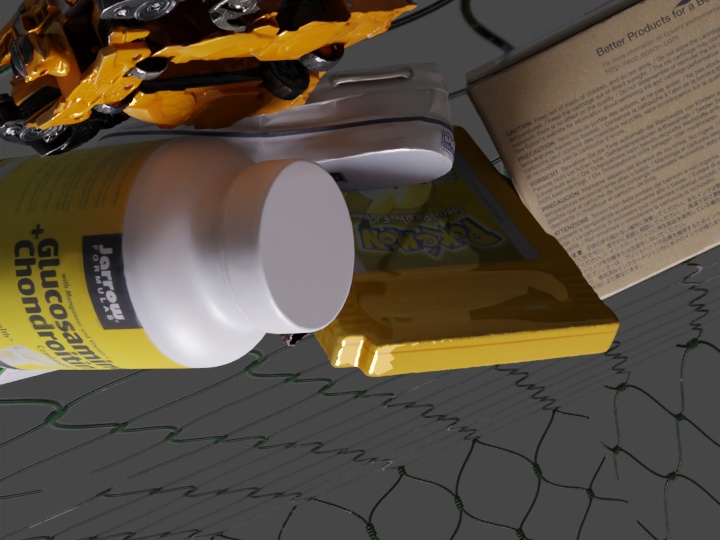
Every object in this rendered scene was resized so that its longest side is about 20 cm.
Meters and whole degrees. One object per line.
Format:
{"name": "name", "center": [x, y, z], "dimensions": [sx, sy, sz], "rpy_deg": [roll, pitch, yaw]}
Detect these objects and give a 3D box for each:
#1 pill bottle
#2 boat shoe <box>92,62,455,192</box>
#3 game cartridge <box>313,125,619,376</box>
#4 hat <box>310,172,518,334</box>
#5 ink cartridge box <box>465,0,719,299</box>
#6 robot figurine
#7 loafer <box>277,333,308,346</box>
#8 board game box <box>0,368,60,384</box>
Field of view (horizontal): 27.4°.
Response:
{"name": "pill bottle", "center": [-0.107, -0.007, 0.736], "dimensions": [0.199, 0.113, 0.112], "rpy_deg": [-3, 180, 32]}
{"name": "boat shoe", "center": [-0.048, -0.078, 0.806], "dimensions": [0.198, 0.066, 0.074], "rpy_deg": [-2, 162, 4]}
{"name": "game cartridge", "center": [0.029, -0.019, 0.857], "dimensions": [0.175, 0.200, 0.033], "rpy_deg": [-4, 128, -28]}
{"name": "hat", "center": [0.024, -0.042, 0.994], "dimensions": [0.199, 0.201, 0.081], "rpy_deg": [-21, 130, -12]}
{"name": "ink cartridge box", "center": [0.188, -0.093, 0.936], "dimensions": [0.199, 0.166, 0.075], "rpy_deg": [-25, -170, 9]}
{"name": "robot figurine", "center": [-0.075, -0.106, 0.664], "dimensions": [0.199, 0.059, 0.145], "rpy_deg": [-11, 162, -47]}
{"name": "loafer", "center": [0.000, 0.000, 1.199], "dimensions": [0.199, 0.072, 0.073], "rpy_deg": [-32, 165, 30]}
{"name": "board game box", "center": [-0.162, 0.010, 1.015], "dimensions": [0.152, 0.041, 0.200], "rpy_deg": [-13, 163, -41]}
